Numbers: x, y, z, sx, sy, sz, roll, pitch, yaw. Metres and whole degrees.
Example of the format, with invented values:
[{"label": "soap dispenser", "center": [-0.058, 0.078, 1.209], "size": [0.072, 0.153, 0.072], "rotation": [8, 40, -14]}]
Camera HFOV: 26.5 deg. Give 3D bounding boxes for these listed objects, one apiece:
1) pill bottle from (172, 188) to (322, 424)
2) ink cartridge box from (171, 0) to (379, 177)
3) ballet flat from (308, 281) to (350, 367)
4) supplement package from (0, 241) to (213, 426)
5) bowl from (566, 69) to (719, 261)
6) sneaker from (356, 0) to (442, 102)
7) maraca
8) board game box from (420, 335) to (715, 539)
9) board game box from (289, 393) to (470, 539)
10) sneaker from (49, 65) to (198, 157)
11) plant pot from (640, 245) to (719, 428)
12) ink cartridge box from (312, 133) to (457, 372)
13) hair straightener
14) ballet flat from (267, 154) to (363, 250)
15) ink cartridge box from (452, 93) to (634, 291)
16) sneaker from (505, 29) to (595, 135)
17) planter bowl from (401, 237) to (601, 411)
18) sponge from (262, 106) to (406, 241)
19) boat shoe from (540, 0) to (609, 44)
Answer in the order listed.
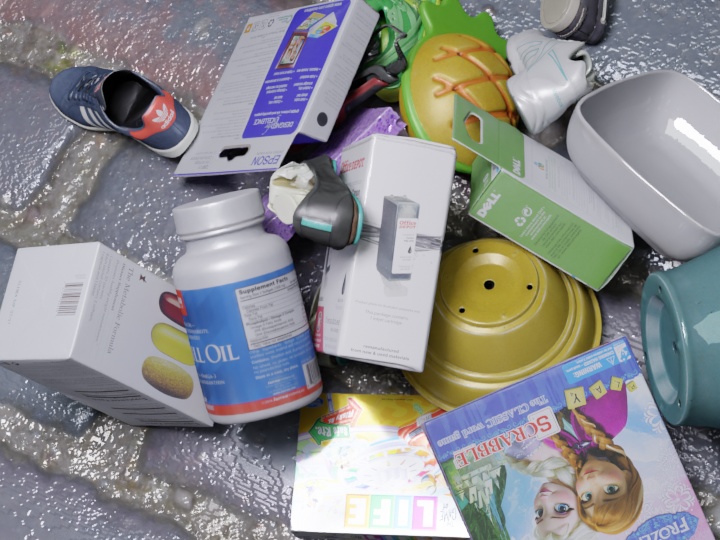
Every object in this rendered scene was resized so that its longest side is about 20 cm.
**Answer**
[{"label": "pill bottle", "center": [-0.109, 0.031, 1.402], "size": [0.112, 0.112, 0.200], "rotation": [-13, 97, 5]}, {"label": "ink cartridge box", "center": [-0.087, -0.173, 1.532], "size": [0.198, 0.043, 0.200], "rotation": [2, 63, 53]}, {"label": "ballet flat", "center": [0.000, 0.000, 1.495], "size": [0.062, 0.067, 0.200], "rotation": [24, 74, 29]}, {"label": "supplement package", "center": [-0.226, 0.064, 1.424], "size": [0.109, 0.200, 0.114], "rotation": [-3, 67, 36]}, {"label": "bowl", "center": [0.297, -0.092, 1.434], "size": [0.200, 0.075, 0.200], "rotation": [-23, 61, -42]}, {"label": "sneaker", "center": [0.036, -0.275, 1.577], "size": [0.074, 0.083, 0.200], "rotation": [-18, 57, 50]}, {"label": "maraca", "center": [0.101, -0.186, 1.523], "size": [0.107, 0.137, 0.200], "rotation": [-30, 44, 47]}, {"label": "board game box", "center": [0.183, 0.188, 1.357], "size": [0.200, 0.041, 0.200], "rotation": [-24, 85, -3]}, {"label": "board game box", "center": [0.039, 0.184, 1.428], "size": [0.200, 0.034, 0.135], "rotation": [0, 69, 11]}, {"label": "sneaker", "center": [-0.261, -0.184, 1.592], "size": [0.200, 0.085, 0.075], "rotation": [20, 76, 32]}, {"label": "plant pot", "center": [0.347, 0.057, 1.314], "size": [0.188, 0.200, 0.200], "rotation": [-8, 67, -4]}, {"label": "ink cartridge box", "center": [0.020, -0.016, 1.388], "size": [0.085, 0.146, 0.200], "rotation": [11, 87, -11]}, {"label": "hair straightener", "center": [-0.023, -0.193, 1.528], "size": [0.200, 0.041, 0.077], "rotation": [-33, 62, 43]}, {"label": "ballet flat", "center": [-0.045, -0.067, 1.357], "size": [0.068, 0.200, 0.068], "rotation": [6, 101, -10]}, {"label": "ink cartridge box", "center": [0.155, -0.074, 1.423], "size": [0.200, 0.059, 0.104], "rotation": [30, 30, -12]}, {"label": "sneaker", "center": [0.188, -0.192, 1.485], "size": [0.080, 0.070, 0.200], "rotation": [-26, 22, 15]}, {"label": "planter bowl", "center": [0.123, 0.032, 1.426], "size": [0.200, 0.084, 0.201], "rotation": [-5, 56, 7]}, {"label": "sponge", "center": [-0.047, -0.087, 1.514], "size": [0.200, 0.112, 0.030], "rotation": [-44, 106, -6]}, {"label": "boat shoe", "center": [0.234, -0.323, 1.592], "size": [0.063, 0.073, 0.200], "rotation": [25, 62, -26]}]
